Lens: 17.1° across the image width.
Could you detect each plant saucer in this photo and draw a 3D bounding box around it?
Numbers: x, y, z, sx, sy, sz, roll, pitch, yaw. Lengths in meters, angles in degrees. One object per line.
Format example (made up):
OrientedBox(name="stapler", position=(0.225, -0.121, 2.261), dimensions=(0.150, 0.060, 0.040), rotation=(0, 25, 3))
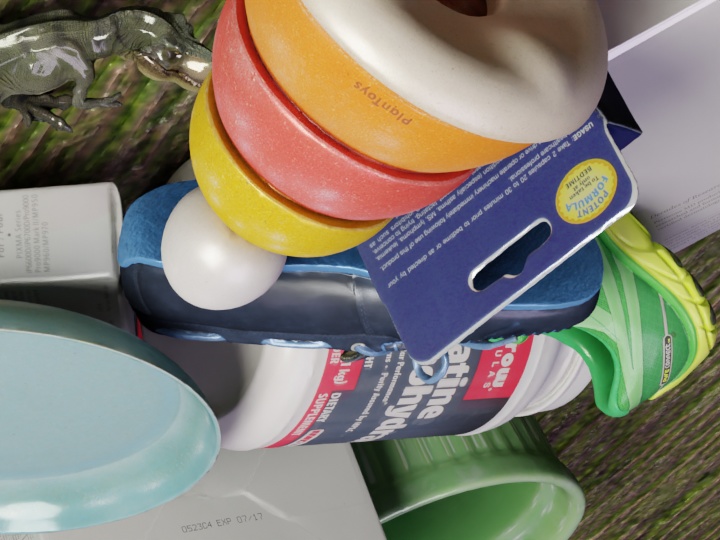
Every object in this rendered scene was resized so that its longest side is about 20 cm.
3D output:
OrientedBox(name="plant saucer", position=(-0.158, 0.061, 1.010), dimensions=(0.199, 0.028, 0.200), rotation=(-1, 151, 0))

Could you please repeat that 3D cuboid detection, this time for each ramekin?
OrientedBox(name="ramekin", position=(0.024, 0.133, 1.413), dimensions=(0.199, 0.098, 0.200), rotation=(-19, 153, -10))

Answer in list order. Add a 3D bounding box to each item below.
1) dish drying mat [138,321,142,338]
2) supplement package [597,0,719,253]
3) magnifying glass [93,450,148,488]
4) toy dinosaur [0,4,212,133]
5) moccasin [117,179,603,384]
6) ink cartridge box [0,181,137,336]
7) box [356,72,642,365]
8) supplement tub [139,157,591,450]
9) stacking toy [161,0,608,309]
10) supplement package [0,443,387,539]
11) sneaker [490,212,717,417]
OrientedBox(name="dish drying mat", position=(-0.155, 0.041, 1.198), dimensions=(0.199, 0.018, 0.077), rotation=(-28, 154, 9))
OrientedBox(name="supplement package", position=(0.136, -0.113, 1.037), dimensions=(0.119, 0.122, 0.200), rotation=(-28, 153, 9))
OrientedBox(name="magnifying glass", position=(-0.075, 0.064, 1.169), dimensions=(0.200, 0.079, 0.023), rotation=(-38, 142, -63))
OrientedBox(name="toy dinosaur", position=(-0.155, -0.073, 0.964), dimensions=(0.199, 0.048, 0.088), rotation=(-8, 157, -5))
OrientedBox(name="moccasin", position=(0.000, 0.000, 0.999), dimensions=(0.199, 0.081, 0.068), rotation=(7, 139, 2))
OrientedBox(name="ink cartridge box", position=(-0.201, 0.012, 1.062), dimensions=(0.199, 0.057, 0.163), rotation=(0, 164, -3))
OrientedBox(name="box", position=(0.031, -0.074, 0.937), dimensions=(0.121, 0.201, 0.032), rotation=(-38, 151, 27))
OrientedBox(name="supplement tub", position=(0.008, 0.011, 1.135), dimensions=(0.199, 0.141, 0.140), rotation=(-1, 146, -36))
OrientedBox(name="stacking toy", position=(-0.018, -0.056, 0.883), dimensions=(0.146, 0.147, 0.200), rotation=(4, 142, -42))
OrientedBox(name="supplement package", position=(-0.120, 0.161, 1.277), dimensions=(0.190, 0.148, 0.200), rotation=(-6, 154, -33))
OrientedBox(name="sneaker", position=(0.069, -0.013, 1.045), dimensions=(0.084, 0.200, 0.074), rotation=(-49, -171, -7))
